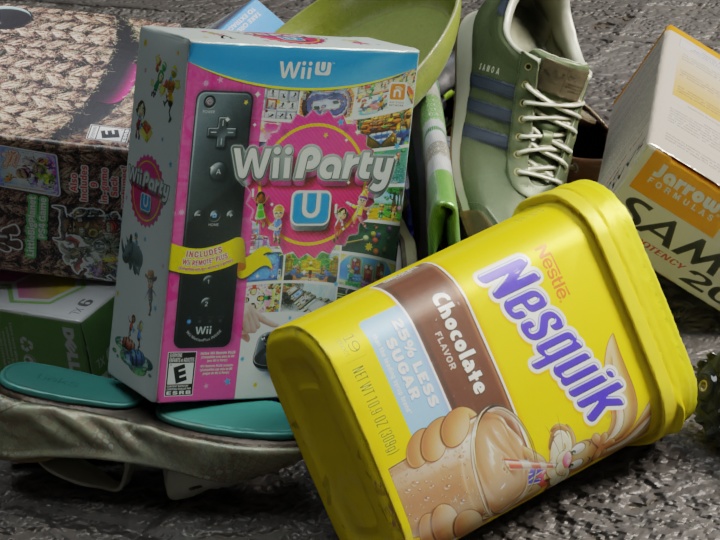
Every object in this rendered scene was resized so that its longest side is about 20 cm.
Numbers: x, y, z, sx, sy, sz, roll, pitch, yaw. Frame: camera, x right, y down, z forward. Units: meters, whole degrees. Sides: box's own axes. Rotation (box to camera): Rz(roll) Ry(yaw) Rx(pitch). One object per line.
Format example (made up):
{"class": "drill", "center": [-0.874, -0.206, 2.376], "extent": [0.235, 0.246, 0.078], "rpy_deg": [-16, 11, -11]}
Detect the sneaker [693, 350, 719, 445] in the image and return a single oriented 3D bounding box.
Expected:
{"class": "sneaker", "center": [0.271, 0.078, 1.095], "extent": [0.200, 0.072, 0.072], "rpy_deg": [5, -6, 35]}

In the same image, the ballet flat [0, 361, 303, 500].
{"class": "ballet flat", "center": [-0.116, 0.096, 1.150], "extent": [0.200, 0.062, 0.067], "rpy_deg": [10, 19, 18]}

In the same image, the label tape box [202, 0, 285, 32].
{"class": "label tape box", "center": [-0.115, -0.121, 1.442], "extent": [0.144, 0.063, 0.200], "rpy_deg": [-43, 12, -20]}

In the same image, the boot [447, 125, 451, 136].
{"class": "boot", "center": [0.080, -0.165, 1.576], "extent": [0.075, 0.074, 0.200], "rpy_deg": [41, 32, -5]}

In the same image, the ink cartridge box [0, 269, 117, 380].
{"class": "ink cartridge box", "center": [-0.177, 0.027, 1.259], "extent": [0.200, 0.059, 0.104], "rpy_deg": [8, 30, 28]}

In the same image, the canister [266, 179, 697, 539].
{"class": "canister", "center": [0.065, 0.056, 1.089], "extent": [0.200, 0.149, 0.087], "rpy_deg": [-25, 5, -28]}

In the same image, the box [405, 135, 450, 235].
{"class": "box", "center": [-0.011, -0.066, 1.464], "extent": [0.200, 0.041, 0.119], "rpy_deg": [10, 31, 35]}

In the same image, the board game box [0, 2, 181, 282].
{"class": "board game box", "center": [-0.221, -0.085, 1.260], "extent": [0.200, 0.097, 0.159], "rpy_deg": [6, 36, 1]}

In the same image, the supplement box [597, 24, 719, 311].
{"class": "supplement box", "center": [0.222, -0.063, 1.302], "extent": [0.126, 0.074, 0.200], "rpy_deg": [31, 29, -4]}

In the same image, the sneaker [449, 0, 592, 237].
{"class": "sneaker", "center": [0.106, -0.102, 1.287], "extent": [0.067, 0.090, 0.200], "rpy_deg": [15, 57, -28]}

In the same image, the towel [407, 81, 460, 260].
{"class": "towel", "center": [0.044, -0.022, 1.242], "extent": [0.031, 0.149, 0.200], "rpy_deg": [-7, 28, 2]}

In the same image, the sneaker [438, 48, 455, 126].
{"class": "sneaker", "center": [0.045, -0.112, 1.442], "extent": [0.200, 0.072, 0.083], "rpy_deg": [-14, 45, 3]}

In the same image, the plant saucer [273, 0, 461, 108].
{"class": "plant saucer", "center": [-0.015, -0.119, 1.293], "extent": [0.200, 0.031, 0.200], "rpy_deg": [-28, 30, 18]}

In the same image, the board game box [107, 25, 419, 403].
{"class": "board game box", "center": [-0.054, -0.032, 1.146], "extent": [0.147, 0.200, 0.064], "rpy_deg": [-1, 13, -31]}

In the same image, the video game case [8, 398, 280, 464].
{"class": "video game case", "center": [-0.105, 0.067, 1.248], "extent": [0.200, 0.017, 0.143], "rpy_deg": [-5, 27, 5]}

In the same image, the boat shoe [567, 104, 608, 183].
{"class": "boat shoe", "center": [0.146, -0.086, 1.426], "extent": [0.076, 0.072, 0.200], "rpy_deg": [-14, 28, -14]}

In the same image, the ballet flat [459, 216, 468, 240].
{"class": "ballet flat", "center": [0.097, -0.070, 1.349], "extent": [0.067, 0.046, 0.200], "rpy_deg": [2, 57, 2]}

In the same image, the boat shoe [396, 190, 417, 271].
{"class": "boat shoe", "center": [0.000, 0.000, 1.272], "extent": [0.068, 0.075, 0.200], "rpy_deg": [-4, 32, -4]}
